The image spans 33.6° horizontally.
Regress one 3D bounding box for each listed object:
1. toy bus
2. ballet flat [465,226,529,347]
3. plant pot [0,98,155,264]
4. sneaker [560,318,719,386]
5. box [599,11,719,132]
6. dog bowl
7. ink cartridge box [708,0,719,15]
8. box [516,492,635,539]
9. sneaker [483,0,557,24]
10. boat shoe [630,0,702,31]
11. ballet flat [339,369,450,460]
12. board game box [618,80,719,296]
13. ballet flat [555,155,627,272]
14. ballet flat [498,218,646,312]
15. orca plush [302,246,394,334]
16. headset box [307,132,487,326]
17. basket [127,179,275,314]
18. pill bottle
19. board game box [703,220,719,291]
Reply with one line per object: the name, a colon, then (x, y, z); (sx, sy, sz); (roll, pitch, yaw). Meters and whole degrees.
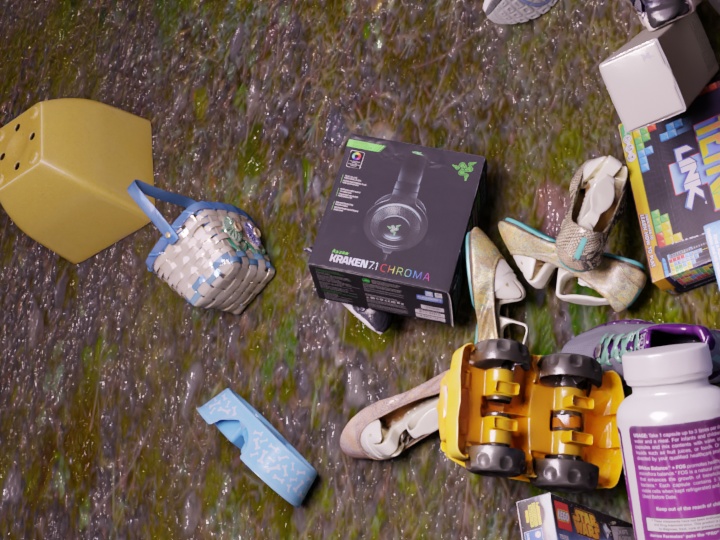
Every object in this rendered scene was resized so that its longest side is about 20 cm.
toy bus: (0.150, 0.161, 1.257); (0.192, 0.199, 0.137); (-27, 53, 61)
ballet flat: (0.159, 0.049, 1.358); (0.070, 0.070, 0.202); (-4, 86, 38)
plant pot: (-0.465, -0.159, 1.884); (0.195, 0.200, 0.195); (-25, 58, 28)
sneaker: (0.288, 0.076, 1.244); (0.199, 0.087, 0.075); (-7, 68, 37)
box: (0.320, -0.215, 1.263); (0.068, 0.200, 0.083); (-21, 98, 32)
dog bowl: (-0.128, 0.221, 1.516); (0.050, 0.112, 0.200); (-47, 48, -5)
ink cartridge box: (0.432, -0.390, 1.280); (0.083, 0.144, 0.201); (15, 82, 40)
box: (0.221, 0.298, 1.131); (0.040, 0.200, 0.138); (-22, 59, 30)
sneaker: (0.230, -0.395, 1.511); (0.200, 0.074, 0.087); (-45, 38, 7)
boat shoe: (0.325, -0.321, 1.302); (0.074, 0.200, 0.093); (-23, 99, 16)
ballet flat: (0.051, 0.180, 1.401); (0.200, 0.068, 0.067); (-36, 19, 24)
board game box: (0.375, -0.094, 1.266); (0.165, 0.057, 0.201); (-24, 58, 31)
ballet flat: (0.258, -0.078, 1.289); (0.200, 0.067, 0.076); (-61, -9, -49)
ballet flat: (0.224, -0.004, 1.334); (0.199, 0.071, 0.071); (23, 87, 40)
orca plush: (0.000, 0.000, 1.510); (0.071, 0.105, 0.200); (-53, 24, 10)
headset box: (0.051, -0.056, 1.425); (0.173, 0.093, 0.201); (12, 64, 13)
basket: (-0.222, -0.041, 1.659); (0.200, 0.176, 0.139); (44, 103, 22)
pill bottle: (0.305, 0.174, 1.134); (0.112, 0.112, 0.202); (-9, 89, 36)
board game box: (0.385, 0.053, 1.098); (0.036, 0.200, 0.152); (-22, 59, 29)
